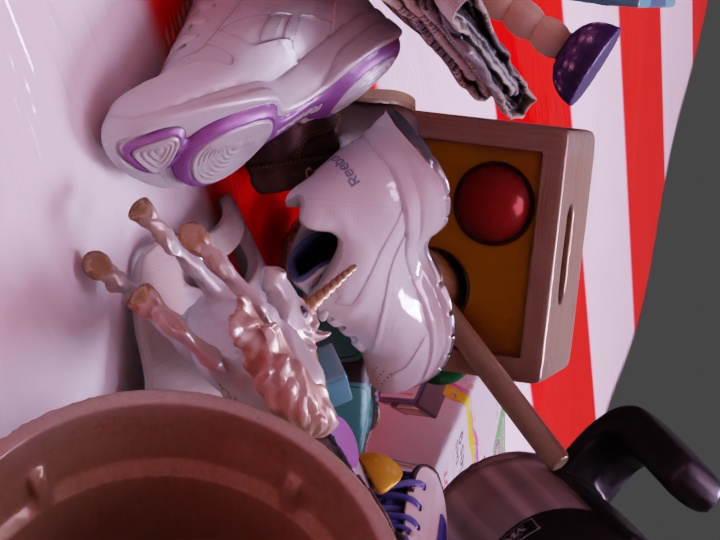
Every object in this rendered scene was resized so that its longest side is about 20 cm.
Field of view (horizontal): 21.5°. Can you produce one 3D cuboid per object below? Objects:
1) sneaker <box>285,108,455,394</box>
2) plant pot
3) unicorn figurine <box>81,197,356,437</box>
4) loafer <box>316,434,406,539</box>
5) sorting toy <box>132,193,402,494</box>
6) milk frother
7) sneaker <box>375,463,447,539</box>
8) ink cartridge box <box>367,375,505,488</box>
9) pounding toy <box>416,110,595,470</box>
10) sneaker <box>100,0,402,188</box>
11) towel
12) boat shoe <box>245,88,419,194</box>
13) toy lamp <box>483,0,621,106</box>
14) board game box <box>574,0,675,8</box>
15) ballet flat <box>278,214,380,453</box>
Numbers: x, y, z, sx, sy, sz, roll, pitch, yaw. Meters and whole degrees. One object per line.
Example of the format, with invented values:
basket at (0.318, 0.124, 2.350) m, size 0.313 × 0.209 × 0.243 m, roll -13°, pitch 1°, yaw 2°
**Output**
sneaker at (0.000, 0.000, 1.037) m, size 0.087 × 0.075 × 0.201 m, roll -26°, pitch 140°, yaw -16°
plant pot at (-0.085, 0.185, 0.804) m, size 0.184 × 0.199 × 0.201 m, roll 96°, pitch 11°, yaw -53°
unicorn figurine at (-0.057, 0.025, 0.869) m, size 0.137 × 0.074 × 0.200 m, roll 43°, pitch 13°, yaw -27°
loafer at (0.008, 0.163, 0.874) m, size 0.072 × 0.063 × 0.201 m, roll 112°, pitch -33°, yaw -52°
sorting toy at (-0.064, 0.058, 0.988) m, size 0.200 × 0.106 × 0.181 m, roll -44°, pitch 120°, yaw -65°
milk frother at (0.162, 0.205, 1.137) m, size 0.201 × 0.180 × 0.188 m, roll 58°, pitch -3°, yaw -15°
sneaker at (0.007, 0.162, 1.043) m, size 0.199 × 0.080 × 0.116 m, roll 46°, pitch 32°, yaw -70°
ink cartridge box at (0.042, 0.133, 1.358) m, size 0.200 × 0.087 × 0.146 m, roll -57°, pitch 151°, yaw -53°
pounding toy at (0.063, 0.004, 1.196) m, size 0.142 × 0.183 × 0.201 m, roll -11°, pitch 108°, yaw -73°
sneaker at (-0.067, -0.105, 0.929) m, size 0.200 × 0.100 × 0.075 m, roll -32°, pitch 171°, yaw -49°
towel at (0.000, -0.158, 0.944) m, size 0.035 × 0.200 × 0.193 m, roll -45°, pitch 162°, yaw 2°
boat shoe at (-0.018, -0.069, 1.076) m, size 0.200 × 0.070 × 0.071 m, roll -2°, pitch 79°, yaw -65°
toy lamp at (0.051, -0.171, 1.064) m, size 0.058 × 0.199 × 0.058 m, roll -55°, pitch 173°, yaw -11°
board game box at (0.087, -0.194, 1.159) m, size 0.151 × 0.199 × 0.047 m, roll -24°, pitch 123°, yaw -71°
ballet flat at (-0.025, 0.054, 1.138) m, size 0.064 × 0.075 × 0.201 m, roll -143°, pitch -119°, yaw -69°
